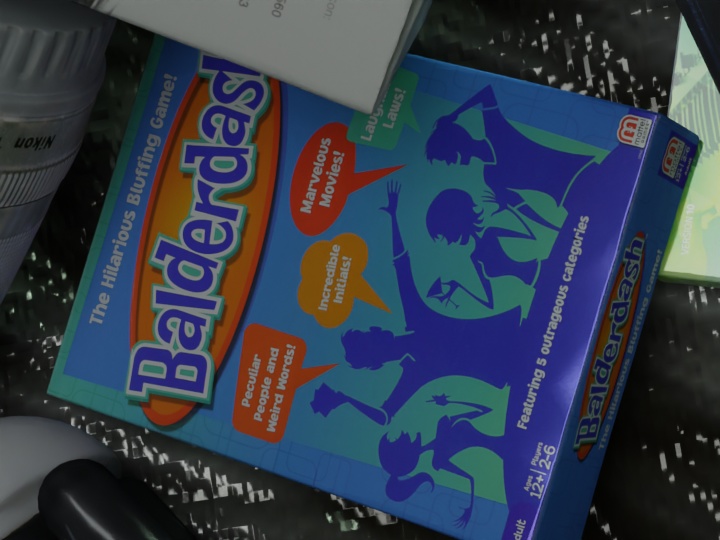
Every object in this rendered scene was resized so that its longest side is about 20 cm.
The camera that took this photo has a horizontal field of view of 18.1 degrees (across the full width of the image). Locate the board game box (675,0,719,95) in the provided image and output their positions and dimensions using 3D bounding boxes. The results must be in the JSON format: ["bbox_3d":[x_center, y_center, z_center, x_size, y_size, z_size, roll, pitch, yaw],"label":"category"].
[{"bbox_3d":[0.149,-0.134,0.702,0.135,0.035,0.201,-25,100,13],"label":"board game box"}]

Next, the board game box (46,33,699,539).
[{"bbox_3d":[0.000,0.000,0.785,0.199,0.045,0.153,15,89,29],"label":"board game box"}]

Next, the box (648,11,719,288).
[{"bbox_3d":[0.202,-0.057,0.751,0.199,0.036,0.145,6,86,19],"label":"box"}]

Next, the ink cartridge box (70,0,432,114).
[{"bbox_3d":[-0.064,-0.135,0.728,0.199,0.146,0.085,22,110,1],"label":"ink cartridge box"}]

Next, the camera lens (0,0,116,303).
[{"bbox_3d":[-0.189,-0.037,0.782,0.160,0.160,0.200,37,113,17],"label":"camera lens"}]

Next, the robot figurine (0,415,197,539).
[{"bbox_3d":[-0.095,0.143,0.772,0.150,0.125,0.200,-45,74,8],"label":"robot figurine"}]
